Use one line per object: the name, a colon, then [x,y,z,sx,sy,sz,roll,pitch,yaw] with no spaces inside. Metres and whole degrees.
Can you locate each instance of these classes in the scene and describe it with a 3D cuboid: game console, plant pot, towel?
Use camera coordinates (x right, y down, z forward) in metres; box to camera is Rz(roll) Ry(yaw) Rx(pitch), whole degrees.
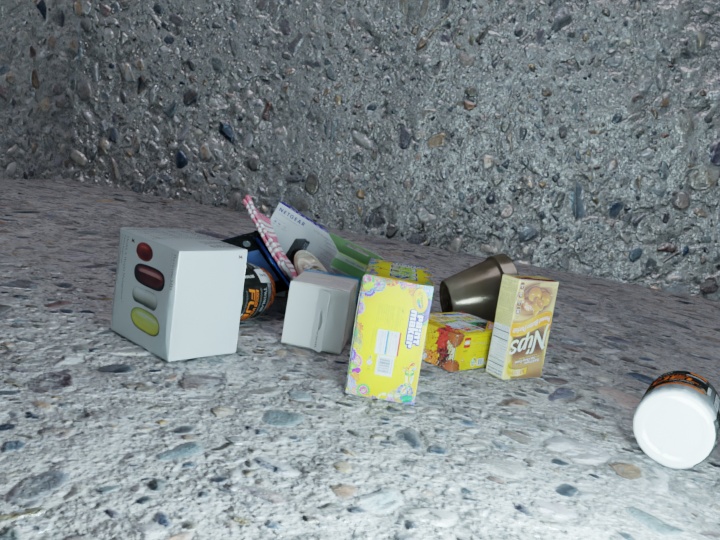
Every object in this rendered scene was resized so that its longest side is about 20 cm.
game console: [-0.228,0.020,1.646,0.168,0.201,0.120,-13,45,18]
plant pot: [0.297,0.070,1.800,0.170,0.204,0.200,-10,12,-10]
towel: [-0.199,-0.066,1.629,0.030,0.202,0.147,-31,-22,-1]

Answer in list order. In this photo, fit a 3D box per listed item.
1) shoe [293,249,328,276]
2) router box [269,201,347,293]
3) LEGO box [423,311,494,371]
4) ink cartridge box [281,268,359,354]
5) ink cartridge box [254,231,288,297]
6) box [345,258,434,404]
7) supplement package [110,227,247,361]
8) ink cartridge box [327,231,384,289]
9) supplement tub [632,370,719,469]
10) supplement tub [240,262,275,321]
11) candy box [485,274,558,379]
shoe: [-0.091,0.027,1.652,0.069,0.054,0.201,-23,67,-27]
router box: [-0.160,-0.041,1.763,0.198,0.181,0.049,31,8,-3]
LEGO box: [0.203,0.146,1.502,0.198,0.079,0.148,0,13,-45]
ink cartridge box: [-0.079,0.081,1.452,0.123,0.131,0.200,10,8,5]
ink cartridge box: [-0.191,-0.010,1.837,0.196,0.149,0.083,8,10,0]
box: [0.052,0.099,1.246,0.120,0.204,0.193,9,10,2]
supplement package: [-0.328,0.036,1.274,0.198,0.195,0.146,16,12,41]
ink cartridge box: [0.000,0.000,1.555,0.144,0.048,0.200,26,-12,22]
supplement tub: [0.514,0.232,1.146,0.121,0.125,0.199,14,10,27]
supplement tub: [-0.271,0.047,1.486,0.121,0.125,0.199,14,11,27]
candy box: [0.325,0.113,1.431,0.114,0.204,0.055,3,9,-33]
